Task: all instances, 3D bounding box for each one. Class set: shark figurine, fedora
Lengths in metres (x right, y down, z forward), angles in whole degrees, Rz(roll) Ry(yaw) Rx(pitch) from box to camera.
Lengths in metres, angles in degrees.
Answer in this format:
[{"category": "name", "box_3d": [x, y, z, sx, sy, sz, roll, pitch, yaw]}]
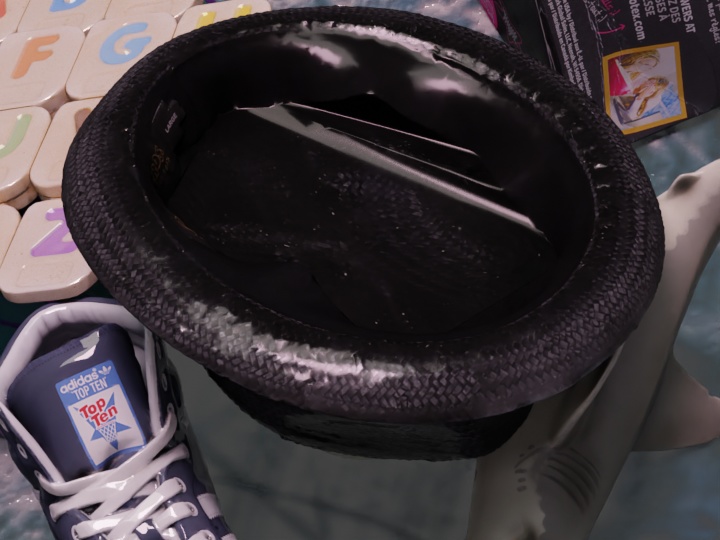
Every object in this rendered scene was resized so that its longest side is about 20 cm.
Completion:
[{"category": "shark figurine", "box_3d": [0.109, 0.024, 0.808, 0.215, 0.089, 0.128, -55, 24, 18]}, {"category": "fedora", "box_3d": [0.000, 0.000, 0.789, 0.199, 0.092, 0.201, 1, 45, -1]}]

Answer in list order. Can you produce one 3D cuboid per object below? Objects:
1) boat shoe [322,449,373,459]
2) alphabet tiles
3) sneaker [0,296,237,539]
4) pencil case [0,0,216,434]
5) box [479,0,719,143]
[{"category": "boat shoe", "box_3d": [0.022, -0.023, 0.909, 0.074, 0.066, 0.200, 9, 49, 25]}, {"category": "alphabet tiles", "box_3d": [-0.130, -0.058, 0.905, 0.199, 0.015, 0.196, -6, 42, 21]}, {"category": "sneaker", "box_3d": [-0.067, 0.090, 0.788, 0.070, 0.109, 0.200, -25, 44, -9]}, {"category": "pencil case", "box_3d": [-0.116, -0.035, 0.951, 0.092, 0.085, 0.201, -6, 42, 25]}, {"category": "box", "box_3d": [0.095, -0.168, 0.987, 0.114, 0.133, 0.200, -23, 43, -3]}]
